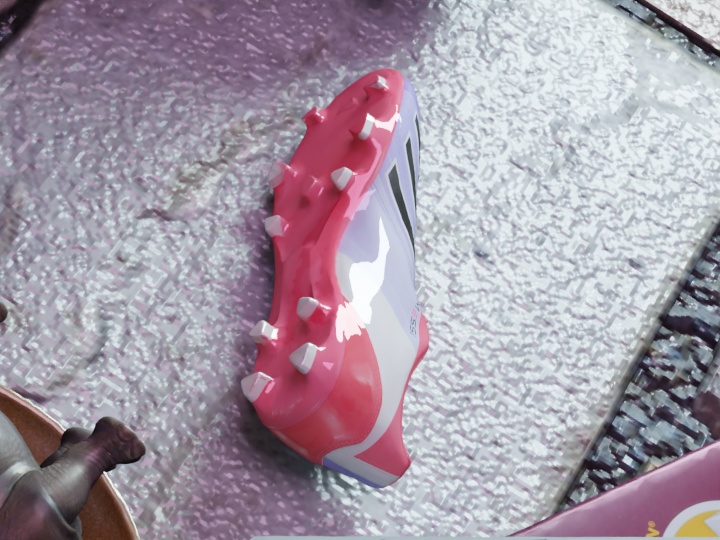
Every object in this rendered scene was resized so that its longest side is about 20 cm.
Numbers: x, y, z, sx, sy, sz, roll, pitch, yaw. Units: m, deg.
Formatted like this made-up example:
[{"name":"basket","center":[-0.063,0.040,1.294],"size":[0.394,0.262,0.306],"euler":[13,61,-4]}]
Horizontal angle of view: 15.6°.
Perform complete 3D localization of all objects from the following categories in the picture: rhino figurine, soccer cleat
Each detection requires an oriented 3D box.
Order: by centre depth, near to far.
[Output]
[{"name":"rhino figurine","center":[-0.122,0.087,0.946],"size":[0.200,0.060,0.087],"euler":[44,67,9]},{"name":"soccer cleat","center":[0.000,0.000,1.106],"size":[0.076,0.067,0.200],"euler":[42,39,-30]}]

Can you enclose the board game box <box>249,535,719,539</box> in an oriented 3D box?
[{"name":"board game box","center":[0.044,0.169,0.883],"size":[0.064,0.199,0.148],"euler":[-28,111,-57]}]

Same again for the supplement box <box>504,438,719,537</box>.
[{"name":"supplement box","center":[0.104,0.150,1.017],"size":[0.200,0.086,0.111],"euler":[-21,67,-30]}]

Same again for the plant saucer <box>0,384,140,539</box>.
[{"name":"plant saucer","center":[-0.177,0.124,0.961],"size":[0.199,0.035,0.201],"euler":[10,54,-15]}]
